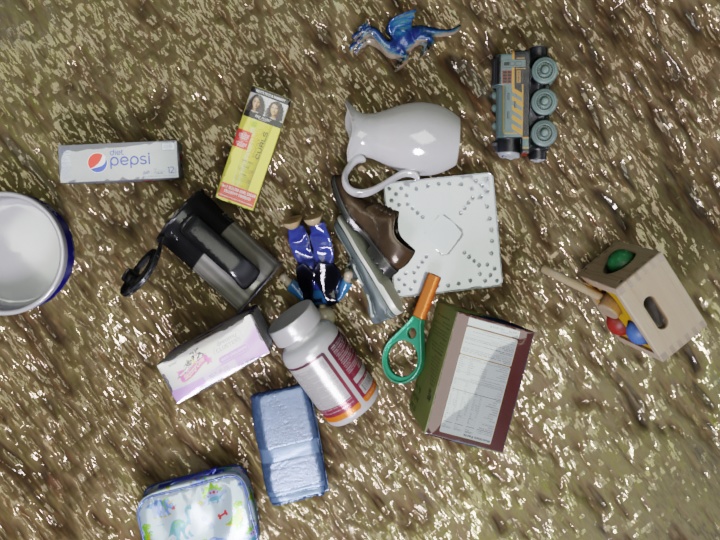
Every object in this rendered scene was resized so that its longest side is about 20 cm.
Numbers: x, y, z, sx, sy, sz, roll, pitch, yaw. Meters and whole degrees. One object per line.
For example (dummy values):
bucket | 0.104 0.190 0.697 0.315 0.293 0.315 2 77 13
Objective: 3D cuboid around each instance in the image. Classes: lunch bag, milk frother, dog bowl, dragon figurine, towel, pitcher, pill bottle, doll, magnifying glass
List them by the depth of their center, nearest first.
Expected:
milk frother | -0.266 0.005 1.401 0.188 0.181 0.200 42 101 -4
dog bowl | -0.585 -0.030 1.414 0.197 0.079 0.203 0 93 -5
pill bottle | -0.064 0.155 1.434 0.109 0.110 0.201 -36 105 -3
pitcher | 0.067 -0.202 1.437 0.197 0.121 0.174 4 75 1
lunch bag | -0.276 0.428 1.455 0.197 0.082 0.163 -15 94 -4
doll | -0.081 0.004 1.461 0.134 0.049 0.203 -7 109 18
dragon figurine | 0.079 -0.414 1.466 0.198 0.059 0.100 -29 95 -2
magnifying glass | 0.094 0.102 1.479 0.079 0.022 0.202 25 96 31
towel | -0.125 0.303 1.481 0.110 0.049 0.203 -10 94 -4

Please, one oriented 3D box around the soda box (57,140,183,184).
soda box | -0.402 -0.182 1.429 0.197 0.068 0.065 -3 94 -4

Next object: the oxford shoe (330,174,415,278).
oxford shoe | 0.024 -0.093 1.455 0.084 0.073 0.201 -37 89 15

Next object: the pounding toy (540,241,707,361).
pounding toy | 0.450 0.043 1.466 0.142 0.184 0.201 -38 103 -3

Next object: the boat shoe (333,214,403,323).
boat shoe | 0.000 0.000 1.469 0.061 0.073 0.202 -32 87 20

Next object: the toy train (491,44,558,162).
toy train | 0.285 -0.291 1.482 0.112 0.085 0.203 0 94 7

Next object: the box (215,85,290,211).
box | -0.185 -0.208 1.455 0.074 0.050 0.203 20 91 -6

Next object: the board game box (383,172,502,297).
board game box | 0.146 -0.063 1.501 0.197 0.026 0.203 -6 92 -4

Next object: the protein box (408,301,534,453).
protein box | 0.181 0.174 1.426 0.133 0.199 0.203 15 91 -5

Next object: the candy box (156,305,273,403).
candy box | -0.232 0.132 1.389 0.166 0.200 0.072 -28 94 -3
